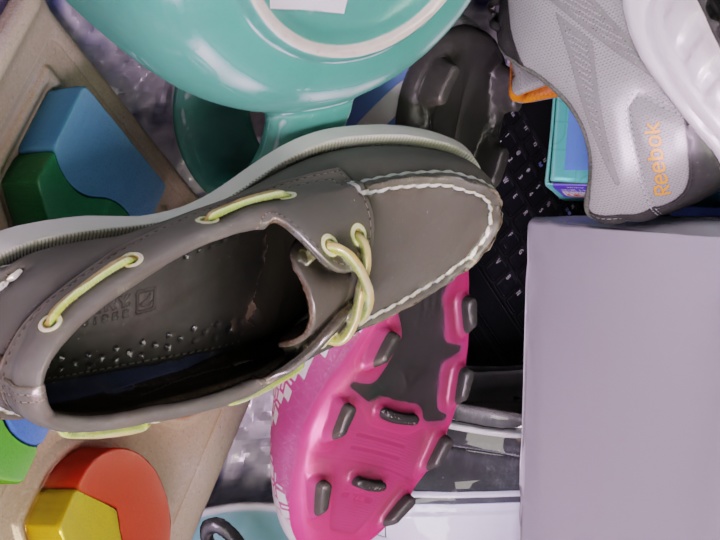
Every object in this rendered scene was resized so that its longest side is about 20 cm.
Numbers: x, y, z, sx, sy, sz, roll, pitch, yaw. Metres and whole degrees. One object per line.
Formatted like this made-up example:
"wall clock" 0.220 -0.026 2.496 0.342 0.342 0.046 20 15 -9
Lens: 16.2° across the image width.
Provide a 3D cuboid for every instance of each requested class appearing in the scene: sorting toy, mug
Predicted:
"sorting toy" -0.094 0.033 0.845 0.200 0.036 0.185 58 43 -42
"mug" -0.020 -0.118 0.818 0.152 0.114 0.185 -41 130 -8

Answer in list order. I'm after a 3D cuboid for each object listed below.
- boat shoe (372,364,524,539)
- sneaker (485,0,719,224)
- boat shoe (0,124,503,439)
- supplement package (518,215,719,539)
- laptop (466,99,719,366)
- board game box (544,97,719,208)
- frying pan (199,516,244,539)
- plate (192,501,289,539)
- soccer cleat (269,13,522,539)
"boat shoe" 0.093 0.061 0.970 0.200 0.072 0.071 -7 112 -22
"sneaker" 0.068 -0.108 0.854 0.079 0.200 0.074 -29 167 17
"boat shoe" -0.033 0.006 0.794 0.201 0.060 0.072 -16 120 -31
"supplement package" 0.176 0.077 0.895 0.200 0.147 0.192 0 93 -24
"laptop" 0.111 0.007 0.985 0.200 0.103 0.177 -45 131 -11
"board game box" 0.170 -0.096 0.887 0.045 0.199 0.153 26 69 -76
"frying pan" -0.007 0.168 0.962 0.115 0.031 0.190 6 136 1
"plate" -0.073 0.176 1.007 0.200 0.026 0.201 -17 123 -27
"soccer cleat" 0.000 0.000 0.912 0.070 0.086 0.200 8 101 -43
